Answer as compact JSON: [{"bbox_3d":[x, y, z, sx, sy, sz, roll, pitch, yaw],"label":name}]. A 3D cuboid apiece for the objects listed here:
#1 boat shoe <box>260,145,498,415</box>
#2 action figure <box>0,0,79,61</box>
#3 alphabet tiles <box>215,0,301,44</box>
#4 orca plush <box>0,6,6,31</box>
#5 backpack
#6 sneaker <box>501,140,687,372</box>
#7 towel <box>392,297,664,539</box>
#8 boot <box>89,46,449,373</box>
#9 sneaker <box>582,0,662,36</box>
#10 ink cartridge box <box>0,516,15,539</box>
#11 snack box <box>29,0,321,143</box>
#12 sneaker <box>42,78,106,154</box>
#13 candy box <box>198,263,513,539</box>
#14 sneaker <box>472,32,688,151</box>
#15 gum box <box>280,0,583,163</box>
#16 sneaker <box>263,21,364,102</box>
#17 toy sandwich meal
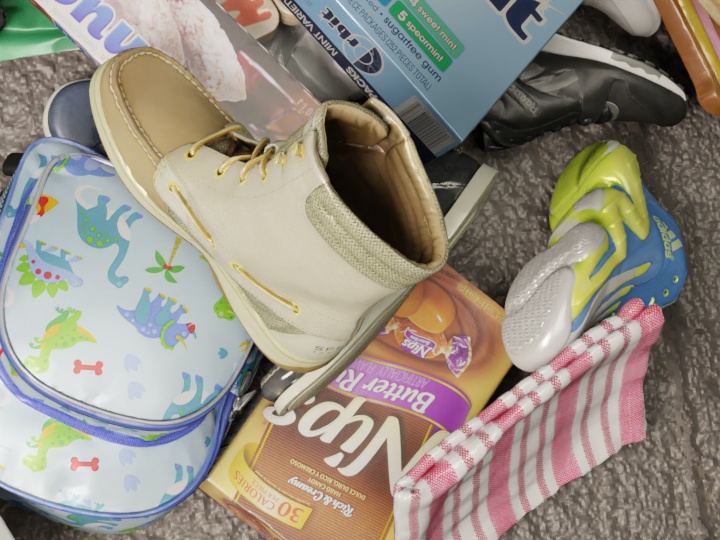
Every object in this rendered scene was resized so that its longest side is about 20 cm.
[{"bbox_3d":[0.000,0.000,0.955,0.068,0.072,0.200,37,69,4],"label":"boat shoe"},{"bbox_3d":[-0.152,-0.171,0.985,0.199,0.055,0.119,2,81,3],"label":"action figure"},{"bbox_3d":[-0.096,-0.225,0.969,0.195,0.015,0.200,-29,80,-18],"label":"alphabet tiles"},{"bbox_3d":[-0.253,-0.193,0.932,0.105,0.071,0.201,11,99,-42],"label":"orca plush"},{"bbox_3d":[-0.145,0.040,0.920,0.182,0.147,0.201,22,74,-10],"label":"backpack"},{"bbox_3d":[0.160,0.007,1.023,0.105,0.076,0.200,41,48,-15],"label":"sneaker"},{"bbox_3d":[0.100,0.111,0.976,0.200,0.147,0.030,-35,60,-18],"label":"towel"},{"bbox_3d":[-0.048,-0.055,0.820,0.072,0.155,0.200,-35,87,-33],"label":"boot"},{"bbox_3d":[0.111,-0.211,1.089,0.200,0.075,0.100,37,97,-9],"label":"sneaker"},{"bbox_3d":[-0.282,0.128,0.863,0.200,0.146,0.084,59,32,0],"label":"ink cartridge box"},{"bbox_3d":[-0.114,-0.132,0.920,0.200,0.024,0.072,44,83,1],"label":"snack box"},{"bbox_3d":[-0.093,-0.073,0.989,0.199,0.085,0.075,18,76,-11],"label":"sneaker"},{"bbox_3d":[0.003,0.084,1.000,0.117,0.056,0.200,37,74,-6],"label":"candy box"},{"bbox_3d":[0.113,-0.113,1.069,0.199,0.076,0.088,17,90,-7],"label":"sneaker"},{"bbox_3d":[0.048,-0.192,0.974,0.170,0.045,0.200,47,58,-10],"label":"gum box"},{"bbox_3d":[-0.011,-0.195,1.023,0.099,0.078,0.201,3,86,19],"label":"sneaker"},{"bbox_3d":[0.235,-0.200,1.087,0.205,0.070,0.206,27,46,-31],"label":"toy sandwich meal"}]
